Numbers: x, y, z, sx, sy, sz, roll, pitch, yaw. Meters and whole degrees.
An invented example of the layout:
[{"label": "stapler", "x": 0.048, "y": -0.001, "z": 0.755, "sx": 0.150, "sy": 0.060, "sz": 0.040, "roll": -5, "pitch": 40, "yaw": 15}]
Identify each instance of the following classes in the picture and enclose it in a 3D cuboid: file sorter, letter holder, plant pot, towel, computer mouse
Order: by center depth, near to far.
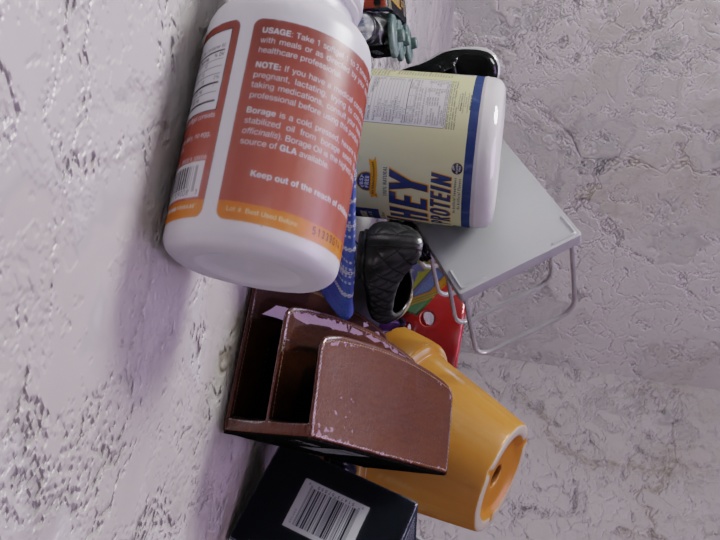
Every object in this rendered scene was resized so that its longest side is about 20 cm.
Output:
[{"label": "towel", "x": -0.038, "y": -0.076, "z": 0.710, "sx": 0.145, "sy": 0.023, "sz": 0.204, "roll": -128, "pitch": -148, "yaw": -51}, {"label": "letter holder", "x": -0.007, "y": 0.091, "z": 0.740, "sx": 0.199, "sy": 0.099, "sz": 0.146, "roll": 28, "pitch": 65, "yaw": -47}, {"label": "file sorter", "x": 0.135, "y": -0.033, "z": 0.926, "sx": 0.126, "sy": 0.136, "sz": 0.202, "roll": 71, "pitch": -7, "yaw": -48}, {"label": "plant pot", "x": 0.082, "y": 0.191, "z": 0.943, "sx": 0.200, "sy": 0.180, "sz": 0.204, "roll": -40, "pitch": 141, "yaw": -41}, {"label": "computer mouse", "x": 0.045, "y": -0.027, "z": 0.947, "sx": 0.200, "sy": 0.033, "sz": 0.060, "roll": -158, "pitch": -137, "yaw": -84}, {"label": "plant pot", "x": 0.069, "y": 0.087, "z": 1.268, "sx": 0.200, "sy": 0.178, "sz": 0.206, "roll": 8, "pitch": 90, "yaw": -82}]

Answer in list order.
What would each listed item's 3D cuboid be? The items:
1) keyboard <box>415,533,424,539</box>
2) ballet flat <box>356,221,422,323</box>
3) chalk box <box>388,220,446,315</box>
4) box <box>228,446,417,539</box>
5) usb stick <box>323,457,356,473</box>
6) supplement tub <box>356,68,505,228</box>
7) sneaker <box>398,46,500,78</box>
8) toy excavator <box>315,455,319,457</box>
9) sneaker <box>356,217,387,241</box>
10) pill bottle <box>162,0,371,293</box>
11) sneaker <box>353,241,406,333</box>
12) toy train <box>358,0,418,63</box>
[{"label": "keyboard", "x": 0.022, "y": 0.262, "z": 0.870, "sx": 0.011, "sy": 0.198, "sz": 0.057, "roll": -45, "pitch": 141, "yaw": -24}, {"label": "ballet flat", "x": 0.033, "y": 0.010, "z": 0.760, "sx": 0.200, "sy": 0.055, "sz": 0.068, "roll": 63, "pitch": 33, "yaw": -74}, {"label": "chalk box", "x": 0.080, "y": -0.061, "z": 1.110, "sx": 0.201, "sy": 0.122, "sz": 0.126, "roll": -52, "pitch": -161, "yaw": 44}, {"label": "box", "x": -0.030, "y": 0.285, "z": 0.818, "sx": 0.202, "sy": 0.145, "sz": 0.108, "roll": 86, "pitch": 28, "yaw": -51}, {"label": "usb stick", "x": -0.036, "y": 0.123, "z": 0.874, "sx": 0.056, "sy": 0.032, "sz": 0.204, "roll": 84, "pitch": -5, "yaw": -56}, {"label": "supplement tub", "x": 0.041, "y": -0.124, "z": 0.834, "sx": 0.145, "sy": 0.195, "sz": 0.149, "roll": 6, "pitch": 90, "yaw": -79}, {"label": "sneaker", "x": 0.064, "y": -0.193, "z": 0.953, "sx": 0.112, "sy": 0.195, "sz": 0.074, "roll": -67, "pitch": 140, "yaw": -62}, {"label": "toy excavator", "x": -0.030, "y": 0.172, "z": 1.036, "sx": 0.200, "sy": 0.098, "sz": 0.199, "roll": 54, "pitch": 46, "yaw": -60}, {"label": "sneaker", "x": -0.018, "y": -0.072, "z": 0.950, "sx": 0.073, "sy": 0.083, "sz": 0.204, "roll": -52, "pitch": -138, "yaw": 50}, {"label": "pill bottle", "x": -0.052, "y": -0.097, "z": 0.529, "sx": 0.112, "sy": 0.109, "sz": 0.205, "roll": 67, "pitch": 32, "yaw": -74}, {"label": "sneaker", "x": 0.000, "y": 0.000, "z": 0.856, "sx": 0.202, "sy": 0.086, "sz": 0.075, "roll": 80, "pitch": -9, "yaw": -51}, {"label": "toy train", "x": 0.015, "y": -0.296, "z": 0.957, "sx": 0.200, "sy": 0.083, "sz": 0.117, "roll": -42, "pitch": 126, "yaw": -75}]
